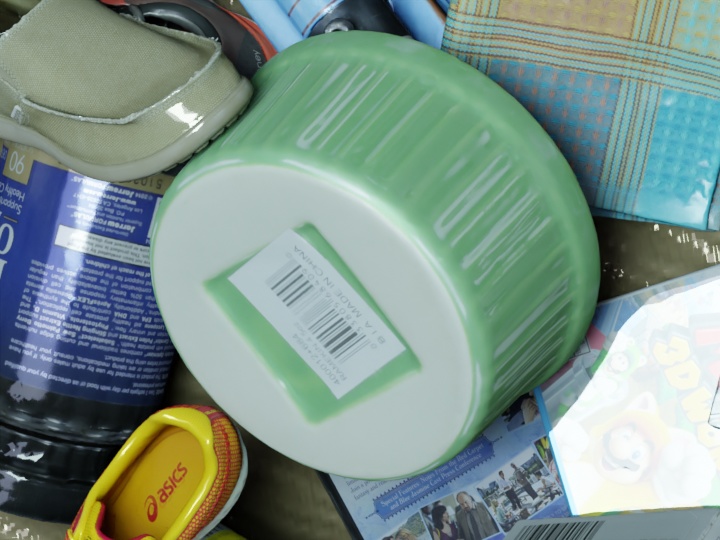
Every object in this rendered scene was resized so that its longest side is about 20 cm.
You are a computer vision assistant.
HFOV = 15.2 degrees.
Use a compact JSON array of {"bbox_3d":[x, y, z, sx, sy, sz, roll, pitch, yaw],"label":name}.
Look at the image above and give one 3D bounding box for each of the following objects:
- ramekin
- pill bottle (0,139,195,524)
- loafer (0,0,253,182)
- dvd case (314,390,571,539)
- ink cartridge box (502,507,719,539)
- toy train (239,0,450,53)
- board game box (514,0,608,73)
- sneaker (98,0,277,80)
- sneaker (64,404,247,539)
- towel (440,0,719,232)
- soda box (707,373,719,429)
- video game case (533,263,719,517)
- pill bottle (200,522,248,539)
[{"bbox_3d":[0.000,0.000,1.237,0.200,0.098,0.200,19,130,24],"label":"ramekin"},{"bbox_3d":[-0.144,0.021,1.357,0.112,0.112,0.200,18,96,21],"label":"pill bottle"},{"bbox_3d":[-0.132,-0.093,1.247,0.200,0.076,0.068,10,138,45],"label":"loafer"},{"bbox_3d":[0.047,0.086,1.330,0.143,0.018,0.200,-32,79,20],"label":"dvd case"},{"bbox_3d":[0.140,0.209,1.255,0.109,0.050,0.200,-7,114,34],"label":"ink cartridge box"},{"bbox_3d":[-0.025,-0.153,1.306,0.087,0.114,0.200,-40,76,18],"label":"toy train"},{"bbox_3d":[0.080,-0.214,1.292,0.148,0.064,0.200,-40,76,16],"label":"board game box"},{"bbox_3d":[-0.121,-0.129,1.349,0.200,0.082,0.077,28,102,37],"label":"sneaker"},{"bbox_3d":[-0.126,0.147,1.261,0.073,0.077,0.200,27,89,18],"label":"sneaker"},{"bbox_3d":[0.113,-0.117,1.241,0.147,0.022,0.200,8,114,-3],"label":"towel"},{"bbox_3d":[0.217,-0.016,1.215,0.068,0.064,0.200,14,89,18],"label":"soda box"},{"bbox_3d":[0.187,0.066,1.263,0.200,0.018,0.143,-18,82,15],"label":"video game case"},{"bbox_3d":[-0.045,0.199,1.322,0.200,0.104,0.104,29,101,20],"label":"pill bottle"}]
